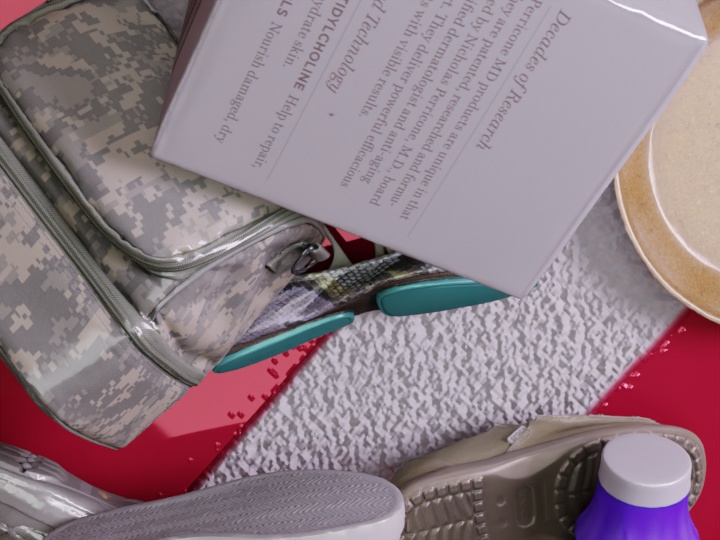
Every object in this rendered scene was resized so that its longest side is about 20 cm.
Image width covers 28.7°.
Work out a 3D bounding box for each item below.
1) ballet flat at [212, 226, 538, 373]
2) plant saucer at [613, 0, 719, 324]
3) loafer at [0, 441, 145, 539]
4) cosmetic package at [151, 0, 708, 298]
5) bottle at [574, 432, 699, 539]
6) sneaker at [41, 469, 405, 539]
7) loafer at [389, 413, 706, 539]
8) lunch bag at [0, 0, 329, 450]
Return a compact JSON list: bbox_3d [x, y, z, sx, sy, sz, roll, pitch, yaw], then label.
[{"bbox_3d":[0.000,0.000,0.784,0.197,0.072,0.073,-15,98,1],"label":"ballet flat"},{"bbox_3d":[0.236,-0.066,0.789,0.197,0.035,0.204,0,98,-1],"label":"plant saucer"},{"bbox_3d":[-0.175,0.150,0.798,0.198,0.070,0.071,25,88,-4],"label":"loafer"},{"bbox_3d":[0.027,-0.126,0.671,0.198,0.169,0.167,20,128,-15],"label":"cosmetic package"},{"bbox_3d":[0.146,0.185,0.765,0.082,0.065,0.203,-4,117,-10],"label":"bottle"},{"bbox_3d":[-0.064,0.179,0.754,0.197,0.074,0.117,-11,108,7],"label":"sneaker"},{"bbox_3d":[0.101,0.116,0.798,0.197,0.068,0.077,-5,110,-16],"label":"loafer"},{"bbox_3d":[-0.131,-0.037,0.723,0.167,0.140,0.201,-38,72,-5],"label":"lunch bag"}]
